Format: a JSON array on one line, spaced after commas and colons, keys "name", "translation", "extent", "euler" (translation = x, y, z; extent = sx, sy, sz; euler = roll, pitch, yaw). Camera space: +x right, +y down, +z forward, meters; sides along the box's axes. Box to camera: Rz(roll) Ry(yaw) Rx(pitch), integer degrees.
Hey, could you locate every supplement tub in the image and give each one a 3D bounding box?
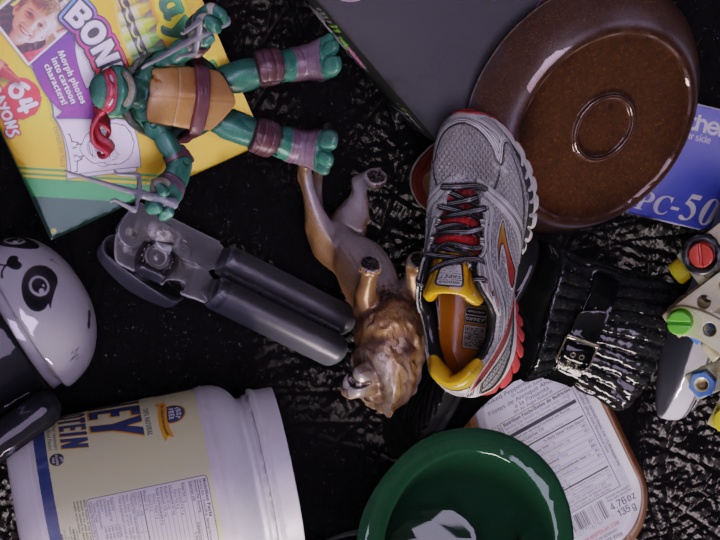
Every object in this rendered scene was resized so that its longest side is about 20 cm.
[{"name": "supplement tub", "translation": [-0.149, 0.166, 1.533], "extent": [0.198, 0.145, 0.146], "euler": [-12, 100, -7]}]

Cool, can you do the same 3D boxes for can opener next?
[{"name": "can opener", "translation": [-0.101, 0.015, 1.573], "extent": [0.199, 0.067, 0.054], "euler": [27, 61, -18]}]

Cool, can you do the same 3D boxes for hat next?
[{"name": "hat", "translation": [0.049, 0.219, 1.588], "extent": [0.165, 0.176, 0.201], "euler": [34, 76, -10]}]

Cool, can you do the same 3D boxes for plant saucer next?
[{"name": "plant saucer", "translation": [0.167, -0.109, 1.506], "extent": [0.199, 0.035, 0.202], "euler": [-14, 125, -21]}]

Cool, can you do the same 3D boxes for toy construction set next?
[{"name": "toy construction set", "translation": [0.299, 0.011, 1.503], "extent": [0.199, 0.092, 0.131], "euler": [-38, 86, 4]}]

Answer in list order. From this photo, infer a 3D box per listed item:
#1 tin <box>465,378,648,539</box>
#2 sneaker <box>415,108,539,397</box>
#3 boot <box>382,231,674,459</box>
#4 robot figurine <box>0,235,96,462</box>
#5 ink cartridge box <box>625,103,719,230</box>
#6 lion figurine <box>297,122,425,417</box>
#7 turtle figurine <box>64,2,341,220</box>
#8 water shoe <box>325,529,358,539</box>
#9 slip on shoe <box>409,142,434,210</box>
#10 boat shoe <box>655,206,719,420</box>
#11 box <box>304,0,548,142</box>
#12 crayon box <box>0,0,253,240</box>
[{"name": "tin", "translation": [0.152, 0.138, 1.631], "extent": [0.111, 0.042, 0.201], "euler": [-29, 101, -8]}, {"name": "sneaker", "translation": [0.078, -0.011, 1.446], "extent": [0.077, 0.082, 0.202], "euler": [-1, 93, 21]}, {"name": "boot", "translation": [0.126, 0.074, 1.560], "extent": [0.157, 0.080, 0.212], "euler": [23, 113, -27]}, {"name": "robot figurine", "translation": [-0.286, 0.060, 1.504], "extent": [0.199, 0.125, 0.151], "euler": [-32, 98, -4]}, {"name": "ink cartridge box", "translation": [0.304, -0.070, 1.617], "extent": [0.198, 0.044, 0.095], "euler": [13, 96, -9]}, {"name": "lion figurine", "translation": [0.000, 0.000, 1.546], "extent": [0.072, 0.201, 0.123], "euler": [-9, 143, -14]}, {"name": "turtle figurine", "translation": [-0.114, -0.120, 1.463], "extent": [0.198, 0.101, 0.151], "euler": [-1, 114, -26]}, {"name": "water shoe", "translation": [-0.033, 0.247, 1.597], "extent": [0.198, 0.079, 0.072], "euler": [-9, 100, -7]}, {"name": "slip on shoe", "translation": [0.126, -0.108, 1.577], "extent": [0.199, 0.061, 0.074], "euler": [-34, 100, -4]}, {"name": "boat shoe", "translation": [0.282, 0.031, 1.598], "extent": [0.066, 0.070, 0.201], "euler": [12, 113, -9]}, {"name": "box", "translation": [0.040, -0.216, 1.515], "extent": [0.148, 0.124, 0.200], "euler": [-41, 103, 1]}, {"name": "crayon box", "translation": [-0.189, -0.151, 1.524], "extent": [0.171, 0.058, 0.201], "euler": [-25, 101, -4]}]
